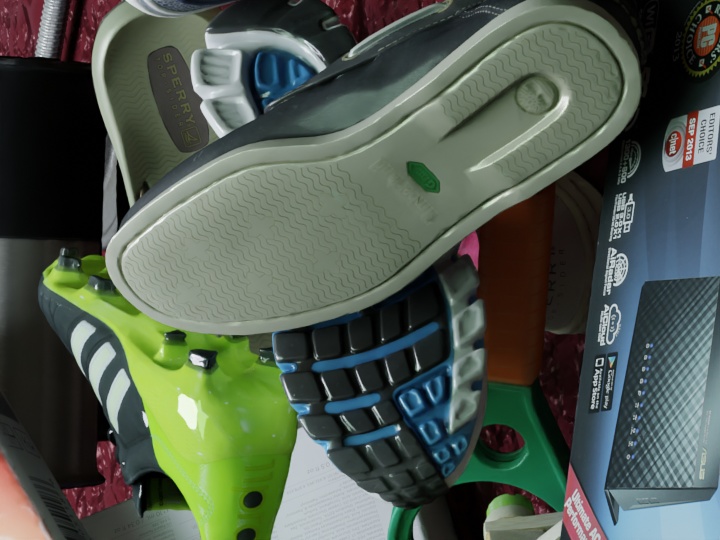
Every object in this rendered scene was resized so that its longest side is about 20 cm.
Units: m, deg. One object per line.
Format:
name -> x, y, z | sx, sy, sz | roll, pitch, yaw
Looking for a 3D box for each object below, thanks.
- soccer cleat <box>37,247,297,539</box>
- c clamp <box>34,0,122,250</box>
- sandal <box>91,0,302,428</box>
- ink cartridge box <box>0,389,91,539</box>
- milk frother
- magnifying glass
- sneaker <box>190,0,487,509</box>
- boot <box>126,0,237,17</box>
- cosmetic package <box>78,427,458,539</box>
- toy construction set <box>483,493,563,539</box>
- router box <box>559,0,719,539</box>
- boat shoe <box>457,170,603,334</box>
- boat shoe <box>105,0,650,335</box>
soccer cleat -> -0.078, 0.044, 1.050 | 0.200, 0.067, 0.081 | -142, 55, -62
c clamp -> -0.147, -0.101, 1.387 | 0.171, 0.027, 0.200 | 51, 134, 44
sandal -> -0.053, -0.016, 1.125 | 0.201, 0.080, 0.057 | 65, 176, -22
ink cartridge box -> -0.211, 0.134, 1.137 | 0.200, 0.050, 0.162 | -37, 66, 6
milk frother -> -0.124, 0.001, 1.213 | 0.200, 0.180, 0.188 | -179, 89, -64
magnifying glass -> 0.051, 0.053, 1.008 | 0.022, 0.079, 0.200 | -70, -15, -55
sneaker -> 0.000, 0.000, 0.992 | 0.087, 0.075, 0.200 | 73, 180, -60
boot -> 0.011, -0.141, 0.978 | 0.090, 0.200, 0.073 | 40, 159, 48
cosmetic package -> -0.050, 0.158, 1.119 | 0.200, 0.052, 0.151 | -23, 65, 15
toy construction set -> 0.021, 0.142, 1.000 | 0.092, 0.200, 0.131 | -72, -33, -52
router box -> 0.137, -0.002, 0.853 | 0.150, 0.062, 0.200 | -12, 67, 58
boat shoe -> 0.021, -0.033, 1.075 | 0.200, 0.069, 0.074 | 34, 120, 53
boat shoe -> 0.006, -0.039, 0.920 | 0.200, 0.072, 0.068 | -28, 26, 22
